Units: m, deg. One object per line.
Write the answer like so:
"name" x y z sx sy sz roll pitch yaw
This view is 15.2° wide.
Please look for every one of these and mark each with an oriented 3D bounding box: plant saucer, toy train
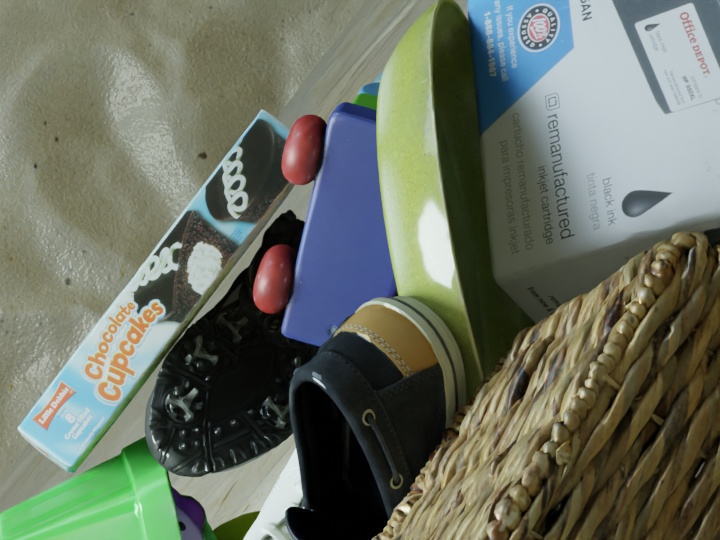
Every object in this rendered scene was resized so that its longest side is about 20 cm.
"plant saucer" 0.040 -0.011 1.099 0.031 0.200 0.200 -10 21 11
"toy train" 0.000 0.000 1.338 0.116 0.085 0.200 -61 -14 -63

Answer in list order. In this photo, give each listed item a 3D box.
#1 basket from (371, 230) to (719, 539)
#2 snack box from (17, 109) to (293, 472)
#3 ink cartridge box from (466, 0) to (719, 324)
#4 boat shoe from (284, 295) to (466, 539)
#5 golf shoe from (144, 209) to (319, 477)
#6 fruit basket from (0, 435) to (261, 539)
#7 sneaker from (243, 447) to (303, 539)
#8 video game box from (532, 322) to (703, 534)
"basket" 0.089 0.112 0.930 0.200 0.143 0.149 -56 8 -26
"snack box" -0.100 0.014 1.381 0.200 0.037 0.116 -53 1 -8
"ink cartridge box" 0.153 -0.067 1.093 0.200 0.084 0.145 -17 59 21
"boat shoe" 0.004 0.104 1.044 0.062 0.075 0.200 -28 -49 -35
"golf shoe" -0.062 0.057 1.397 0.094 0.078 0.200 -52 0 39
"fruit basket" -0.074 0.185 1.398 0.216 0.216 0.156 -51 10 -1
"sneaker" -0.024 0.127 1.159 0.200 0.074 0.116 -58 -7 4
"video game box" 0.096 0.034 1.204 0.182 0.047 0.200 -23 51 55
